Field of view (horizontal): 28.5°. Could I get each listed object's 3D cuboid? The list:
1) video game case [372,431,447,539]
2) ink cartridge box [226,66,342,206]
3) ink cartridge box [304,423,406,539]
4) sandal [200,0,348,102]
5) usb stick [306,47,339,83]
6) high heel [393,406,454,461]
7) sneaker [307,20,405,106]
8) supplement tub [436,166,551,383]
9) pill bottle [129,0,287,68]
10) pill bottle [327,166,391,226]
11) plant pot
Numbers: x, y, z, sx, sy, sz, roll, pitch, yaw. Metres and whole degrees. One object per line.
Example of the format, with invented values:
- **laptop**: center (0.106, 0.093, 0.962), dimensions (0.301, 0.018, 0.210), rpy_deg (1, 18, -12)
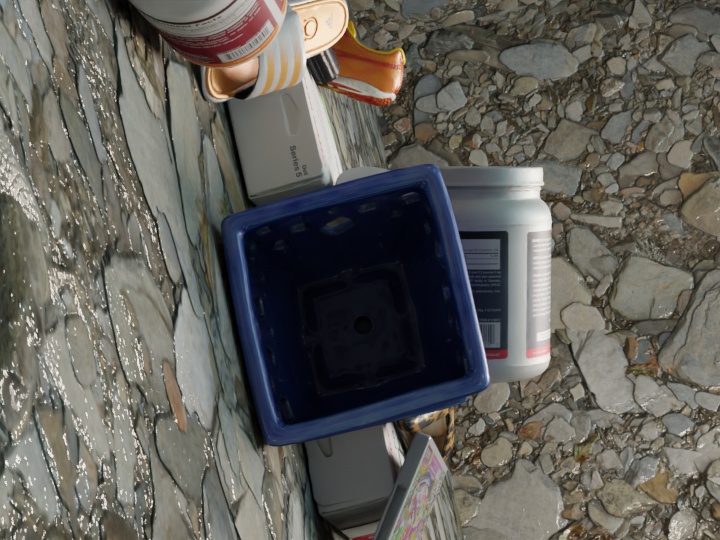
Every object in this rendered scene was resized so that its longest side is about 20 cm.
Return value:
- **video game case**: center (0.033, 0.267, 1.370), dimensions (0.143, 0.018, 0.202), rpy_deg (64, 48, -68)
- **ink cartridge box**: center (-0.075, -0.133, 1.484), dimensions (0.200, 0.083, 0.148), rpy_deg (51, 25, -78)
- **ink cartridge box**: center (0.001, 0.188, 1.460), dimensions (0.200, 0.082, 0.147), rpy_deg (63, 15, -69)
- **sandal**: center (-0.066, -0.215, 1.333), dimensions (0.206, 0.059, 0.080), rpy_deg (-33, 133, -40)
- **usb stick**: center (-0.065, -0.266, 1.420), dimensions (0.056, 0.032, 0.201), rpy_deg (64, 2, 37)
- **high heel**: center (0.065, 0.173, 1.434), dimensions (0.200, 0.070, 0.145), rpy_deg (-53, 143, -74)
- **sneaker**: center (-0.045, -0.242, 1.553), dimensions (0.073, 0.197, 0.078), rpy_deg (78, 31, -85)
- **supplement tub**: center (0.116, 0.001, 1.379), dimensions (0.140, 0.138, 0.203), rpy_deg (-46, 136, -84)
- **pill bottle**: center (-0.124, -0.231, 1.067), dimensions (0.200, 0.111, 0.115), rpy_deg (48, 28, -80)
- **pill bottle**: center (0.000, 0.000, 1.457), dimensions (0.111, 0.109, 0.202), rpy_deg (-97, -166, -55)
- **plant pot**: center (-0.002, 0.043, 1.247), dimensions (0.180, 0.197, 0.203), rpy_deg (77, -1, -78)
